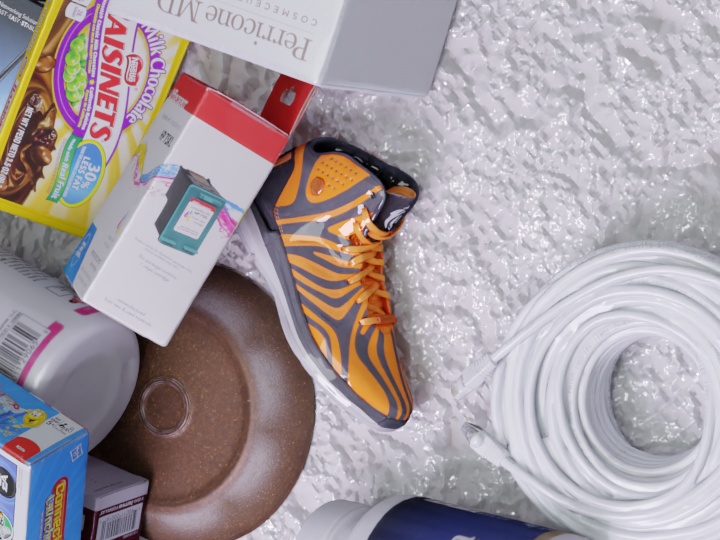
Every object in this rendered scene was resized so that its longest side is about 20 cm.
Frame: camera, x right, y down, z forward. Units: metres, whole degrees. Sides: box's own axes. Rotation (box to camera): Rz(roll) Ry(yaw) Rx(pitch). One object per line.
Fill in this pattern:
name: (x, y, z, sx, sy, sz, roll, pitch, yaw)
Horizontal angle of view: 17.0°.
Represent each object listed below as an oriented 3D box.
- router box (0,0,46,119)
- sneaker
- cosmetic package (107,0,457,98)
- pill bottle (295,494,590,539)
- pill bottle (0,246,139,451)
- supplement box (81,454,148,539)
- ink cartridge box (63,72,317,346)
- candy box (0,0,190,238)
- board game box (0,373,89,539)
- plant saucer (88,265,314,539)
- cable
router box: (-0.301, -0.151, 1.732, 0.200, 0.062, 0.150, 28, 101, 23)
sneaker: (0.000, 0.000, 1.581, 0.112, 0.078, 0.200, -36, 75, 22)
cosmetic package: (-0.029, -0.231, 1.545, 0.167, 0.166, 0.201, 21, 100, 24)
pill bottle: (0.054, 0.204, 1.528, 0.200, 0.111, 0.112, 9, 94, 40)
pill bottle: (-0.258, 0.041, 1.651, 0.200, 0.113, 0.114, 29, 102, 28)
supplement box: (-0.219, 0.225, 1.675, 0.109, 0.061, 0.201, 20, 108, 28)
ink cartridge box: (-0.112, -0.060, 1.589, 0.067, 0.116, 0.200, 30, 91, -16)
candy box: (-0.186, -0.125, 1.665, 0.201, 0.102, 0.026, -67, 23, 11)
board game box: (-0.274, 0.148, 1.599, 0.195, 0.056, 0.201, 30, 129, 27)
plant saucer: (-0.128, 0.093, 1.666, 0.200, 0.037, 0.201, 0, 89, 25)
cable: (0.181, 0.082, 1.500, 0.200, 0.069, 0.200, 47, 108, 17)
